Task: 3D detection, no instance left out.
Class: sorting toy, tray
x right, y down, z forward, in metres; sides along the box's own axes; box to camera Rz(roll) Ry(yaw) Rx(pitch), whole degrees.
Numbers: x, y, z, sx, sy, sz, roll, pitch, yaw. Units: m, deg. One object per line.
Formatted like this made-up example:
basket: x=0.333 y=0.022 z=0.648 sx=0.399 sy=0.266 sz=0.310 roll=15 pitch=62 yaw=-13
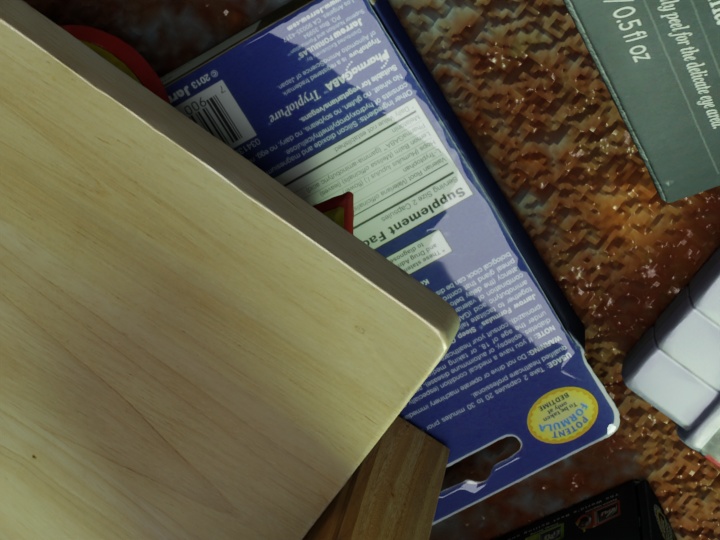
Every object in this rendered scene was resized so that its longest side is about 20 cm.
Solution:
sorting toy: x=-0.088 y=0.017 z=0.852 sx=0.200 sy=0.070 sz=0.199 roll=35 pitch=124 yaw=-1
tray: x=-0.020 y=0.132 z=0.815 sx=0.037 sy=0.200 sz=0.099 roll=32 pitch=113 yaw=-6

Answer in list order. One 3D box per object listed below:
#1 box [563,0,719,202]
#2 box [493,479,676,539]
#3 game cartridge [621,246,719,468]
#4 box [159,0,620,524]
box: x=0.151 y=-0.138 z=0.731 sx=0.200 sy=0.197 sz=0.118 roll=-21 pitch=63 yaw=11
box: x=0.028 y=0.164 z=0.878 sx=0.200 sy=0.161 sz=0.049 roll=-24 pitch=107 yaw=12
game cartridge: x=0.213 y=0.053 z=0.895 sx=0.200 sy=0.038 sz=0.130 roll=36 pitch=104 yaw=-9
box: x=0.000 y=0.000 z=0.888 sx=0.121 sy=0.032 sz=0.200 roll=-28 pitch=105 yaw=14
